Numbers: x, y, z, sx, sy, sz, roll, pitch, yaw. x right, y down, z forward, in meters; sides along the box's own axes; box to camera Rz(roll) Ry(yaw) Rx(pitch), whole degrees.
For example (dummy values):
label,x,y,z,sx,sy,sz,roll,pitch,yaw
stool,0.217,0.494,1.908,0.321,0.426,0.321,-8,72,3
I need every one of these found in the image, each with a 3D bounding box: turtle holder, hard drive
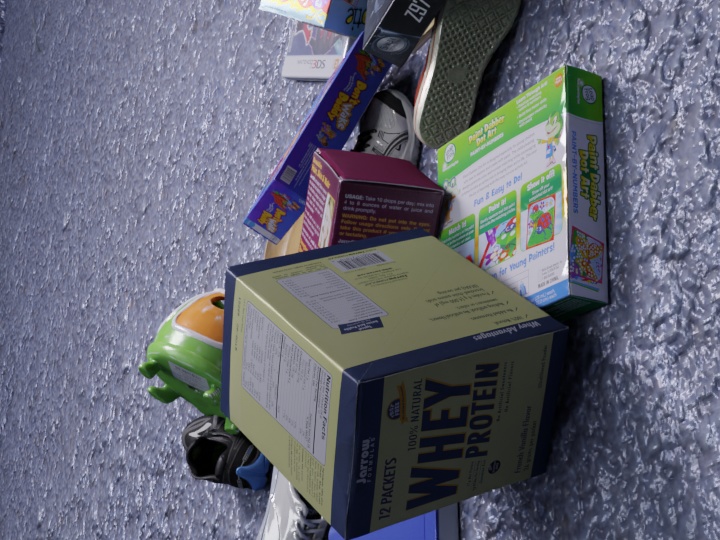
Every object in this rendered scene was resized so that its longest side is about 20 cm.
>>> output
label,x,y,z,sx,sy,sz,roll,pitch,yaw
turtle holder,-0.162,0.107,1.550,0.140,0.186,0.133,9,61,38
hard drive,0.027,0.283,1.223,0.200,0.025,0.134,-35,49,54

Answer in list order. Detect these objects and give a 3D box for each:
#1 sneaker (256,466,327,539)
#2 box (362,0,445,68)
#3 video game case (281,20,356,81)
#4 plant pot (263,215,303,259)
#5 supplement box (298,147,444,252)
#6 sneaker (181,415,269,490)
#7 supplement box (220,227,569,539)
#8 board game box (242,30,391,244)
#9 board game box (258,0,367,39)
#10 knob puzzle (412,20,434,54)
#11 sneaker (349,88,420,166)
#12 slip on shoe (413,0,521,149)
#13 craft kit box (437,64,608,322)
label,x,y,z,sx,sy,sz,roll,pitch,yaw
sneaker,-0.065,0.261,1.360,0.071,0.072,0.203,-30,54,60
box,0.062,-0.314,1.257,0.161,0.043,0.201,-53,22,40
video game case,-0.033,-0.327,1.589,0.182,0.023,0.203,17,95,63
plant pot,-0.060,-0.015,1.514,0.200,0.027,0.202,-37,47,54
supplement box,0.000,0.000,1.260,0.131,0.102,0.202,-125,42,-69
sneaker,-0.173,0.210,1.582,0.199,0.082,0.072,17,94,64
supplement box,0.021,0.079,1.056,0.199,0.198,0.136,37,131,48
board game box,-0.043,-0.138,1.397,0.201,0.045,0.134,-61,8,-24
board game box,-0.019,-0.364,1.453,0.102,0.104,0.202,22,100,36
knob puzzle,0.102,-0.338,1.321,0.219,0.030,0.222,-37,48,54
sneaker,0.004,-0.095,1.354,0.075,0.087,0.203,-20,61,61
slip on shoe,0.095,-0.213,1.246,0.061,0.073,0.202,-117,44,-72
craft kit box,0.131,-0.043,1.132,0.200,0.048,0.200,-29,57,57
